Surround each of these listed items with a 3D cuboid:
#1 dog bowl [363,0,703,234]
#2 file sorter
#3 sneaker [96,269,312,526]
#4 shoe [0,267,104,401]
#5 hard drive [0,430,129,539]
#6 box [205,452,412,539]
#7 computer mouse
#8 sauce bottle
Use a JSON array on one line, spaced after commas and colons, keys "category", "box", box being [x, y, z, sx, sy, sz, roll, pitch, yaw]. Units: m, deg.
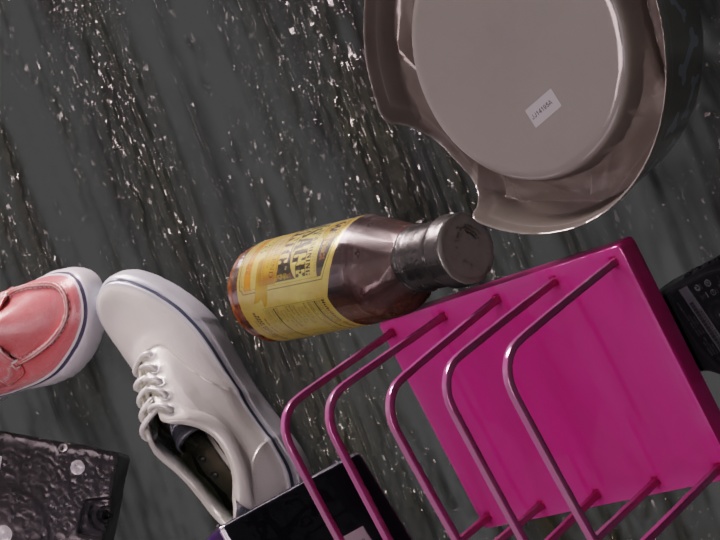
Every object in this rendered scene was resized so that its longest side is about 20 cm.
[{"category": "dog bowl", "box": [0.095, -0.122, 1.222, 0.200, 0.059, 0.200, 15, 114, 38]}, {"category": "file sorter", "box": [0.073, 0.091, 1.237, 0.200, 0.125, 0.139, -20, 101, 49]}, {"category": "sneaker", "box": [-0.112, 0.080, 1.461, 0.200, 0.071, 0.073, 47, 129, 20]}, {"category": "shoe", "box": [-0.260, 0.051, 1.561, 0.200, 0.091, 0.072, -27, 69, 44]}, {"category": "hard drive", "box": [-0.267, 0.176, 1.563, 0.200, 0.038, 0.140, 9, 82, 10]}, {"category": "box", "box": [-0.034, 0.220, 1.376, 0.148, 0.104, 0.200, 58, 151, 11]}, {"category": "computer mouse", "box": [0.164, 0.037, 1.235, 0.200, 0.034, 0.059, -30, 94, 49]}, {"category": "sauce bottle", "box": [0.000, 0.000, 1.324, 0.200, 0.066, 0.066, -15, 94, 51]}]
